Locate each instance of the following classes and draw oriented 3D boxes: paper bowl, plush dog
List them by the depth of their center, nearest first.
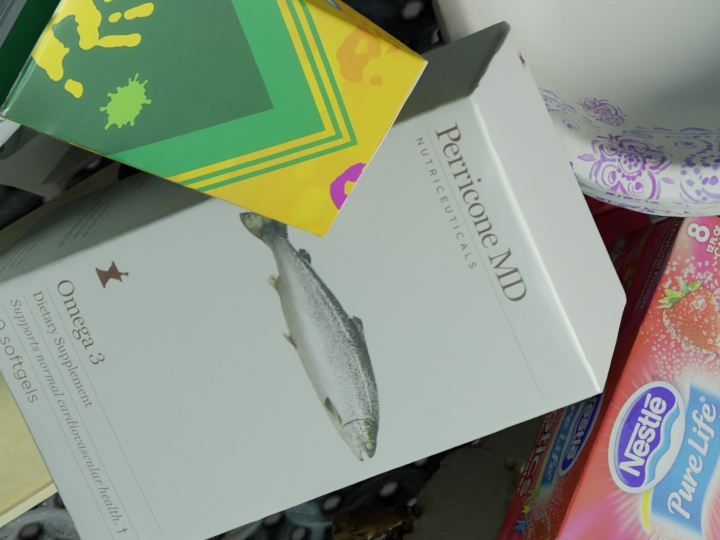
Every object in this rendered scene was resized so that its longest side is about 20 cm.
[{"bbox_3d":[0.128,-0.121,1.065,0.200,0.201,0.104,-40,172,4],"label":"paper bowl"},{"bbox_3d":[0.087,0.165,1.326,0.160,0.201,0.172,-11,132,22],"label":"plush dog"}]

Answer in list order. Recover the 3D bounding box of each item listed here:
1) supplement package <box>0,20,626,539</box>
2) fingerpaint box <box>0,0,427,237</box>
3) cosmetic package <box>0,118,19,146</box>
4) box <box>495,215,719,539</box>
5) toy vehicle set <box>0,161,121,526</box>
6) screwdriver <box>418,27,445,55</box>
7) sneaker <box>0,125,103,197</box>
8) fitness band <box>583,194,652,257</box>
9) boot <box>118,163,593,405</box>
[{"bbox_3d":[-0.019,0.009,0.988,0.199,0.117,0.117,-22,101,16],"label":"supplement package"},{"bbox_3d":[-0.103,-0.105,0.883,0.167,0.200,0.074,21,103,-54],"label":"fingerpaint box"},{"bbox_3d":[-0.224,-0.078,0.940,0.113,0.081,0.200,-46,136,18],"label":"cosmetic package"},{"bbox_3d":[0.129,0.085,1.166,0.095,0.100,0.201,25,78,-9],"label":"box"},{"bbox_3d":[-0.116,0.026,1.147,0.199,0.027,0.124,-32,137,-6],"label":"toy vehicle set"},{"bbox_3d":[0.021,-0.085,1.122,0.199,0.028,0.029,-30,179,-22],"label":"screwdriver"},{"bbox_3d":[-0.071,-0.100,1.037,0.200,0.074,0.088,-35,146,14],"label":"sneaker"},{"bbox_3d":[0.087,-0.052,1.187,0.199,0.037,0.144,-21,144,-25],"label":"fitness band"},{"bbox_3d":[0.000,0.000,1.108,0.131,0.070,0.200,-28,122,18],"label":"boot"}]
